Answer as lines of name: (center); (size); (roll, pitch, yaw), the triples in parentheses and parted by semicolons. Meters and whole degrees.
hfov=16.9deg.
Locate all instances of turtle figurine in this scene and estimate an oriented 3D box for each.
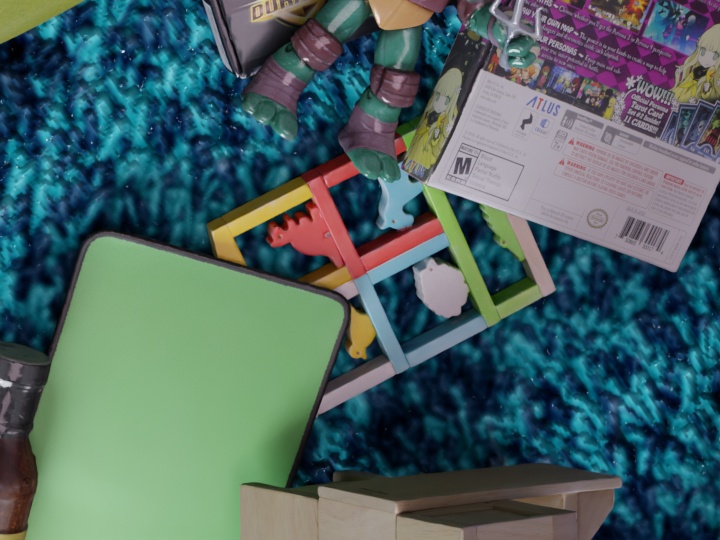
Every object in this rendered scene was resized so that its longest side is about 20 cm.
turtle figurine: (0.027, -0.151, 1.274); (0.150, 0.101, 0.200); (30, 111, -7)

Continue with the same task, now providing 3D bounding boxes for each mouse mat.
mouse mat: (-0.108, 0.085, 1.384); (0.161, 0.008, 0.200); (16, 106, -14)

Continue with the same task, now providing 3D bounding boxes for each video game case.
video game case: (0.138, -0.108, 1.366); (0.200, 0.036, 0.182); (17, 100, -36)

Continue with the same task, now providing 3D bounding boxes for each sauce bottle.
sauce bottle: (-0.217, 0.139, 1.354); (0.066, 0.066, 0.200); (13, 98, -17)

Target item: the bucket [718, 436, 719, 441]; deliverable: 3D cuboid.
bucket: (0.325, 0.127, 1.422); (0.135, 0.207, 0.207); (-37, 110, -8)

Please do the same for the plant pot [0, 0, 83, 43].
plant pot: (-0.250, -0.168, 1.218); (0.200, 0.187, 0.187); (-34, 110, 13)

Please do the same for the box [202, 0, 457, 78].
box: (-0.003, -0.213, 1.326); (0.200, 0.046, 0.159); (-20, 109, -9)

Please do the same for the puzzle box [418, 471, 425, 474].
puzzle box: (0.044, 0.237, 1.465); (0.133, 0.025, 0.200); (27, 96, -20)

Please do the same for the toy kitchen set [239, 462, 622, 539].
toy kitchen set: (0.056, 0.204, 1.355); (0.163, 0.200, 0.181); (-3, 94, -37)

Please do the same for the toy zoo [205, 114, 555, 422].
toy zoo: (0.000, 0.000, 1.395); (0.200, 0.020, 0.131); (-27, 109, -7)
